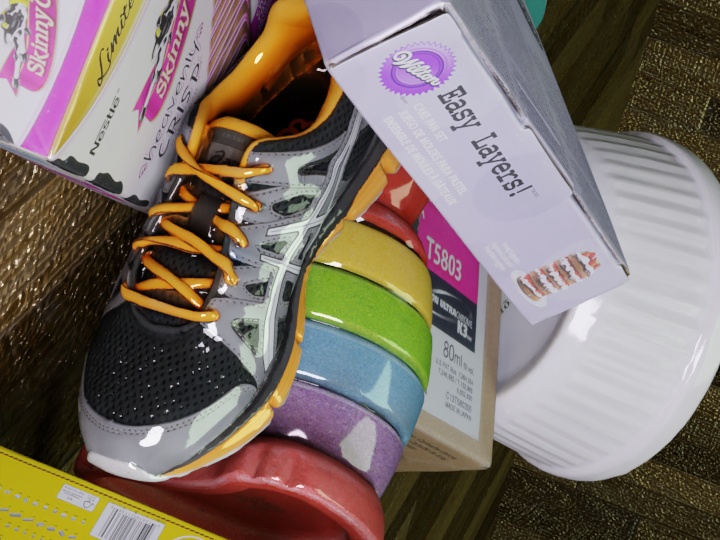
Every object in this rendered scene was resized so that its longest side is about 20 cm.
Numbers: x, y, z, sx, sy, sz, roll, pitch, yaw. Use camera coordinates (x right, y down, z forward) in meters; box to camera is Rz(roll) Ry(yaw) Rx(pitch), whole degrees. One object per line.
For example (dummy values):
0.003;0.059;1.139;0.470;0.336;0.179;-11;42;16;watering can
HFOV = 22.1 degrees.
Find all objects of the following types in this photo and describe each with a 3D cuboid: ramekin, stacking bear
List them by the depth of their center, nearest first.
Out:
-0.019;0.010;0.758;0.114;0.121;0.201;41;57;-47;stacking bear
0.109;0.009;1.033;0.202;0.094;0.204;-30;-129;46;ramekin

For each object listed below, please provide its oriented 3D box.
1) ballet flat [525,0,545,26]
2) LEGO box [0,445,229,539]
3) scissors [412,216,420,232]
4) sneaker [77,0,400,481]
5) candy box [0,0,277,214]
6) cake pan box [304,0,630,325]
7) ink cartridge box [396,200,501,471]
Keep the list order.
0.058;-0.166;0.876;0.076;0.064;0.200;-43;165;-17;ballet flat
-0.101;0.152;0.671;0.149;0.199;0.077;98;17;-47;LEGO box
0.023;-0.018;0.881;0.073;0.014;0.201;55;40;-36;scissors
-0.049;-0.017;0.671;0.201;0.078;0.077;-64;156;-25;sneaker
-0.081;-0.096;0.678;0.200;0.061;0.137;28;84;-78;candy box
0.027;-0.102;0.695;0.200;0.052;0.185;47;20;-53;cake pan box
0.000;0.000;0.925;0.200;0.075;0.166;32;59;-55;ink cartridge box
